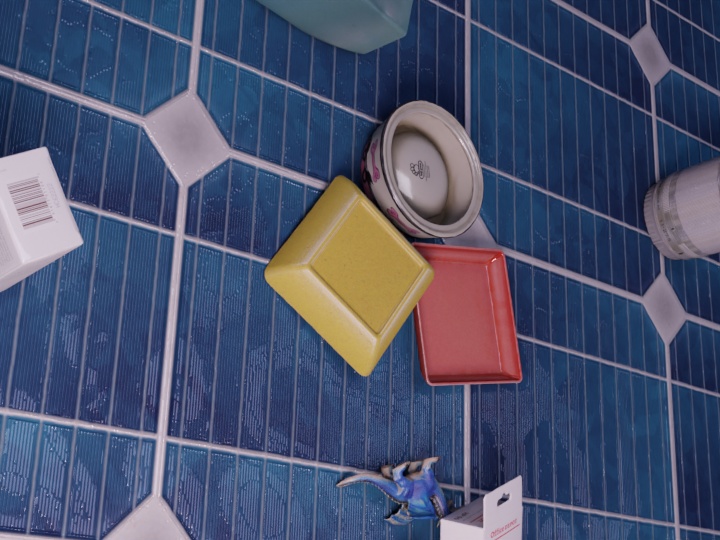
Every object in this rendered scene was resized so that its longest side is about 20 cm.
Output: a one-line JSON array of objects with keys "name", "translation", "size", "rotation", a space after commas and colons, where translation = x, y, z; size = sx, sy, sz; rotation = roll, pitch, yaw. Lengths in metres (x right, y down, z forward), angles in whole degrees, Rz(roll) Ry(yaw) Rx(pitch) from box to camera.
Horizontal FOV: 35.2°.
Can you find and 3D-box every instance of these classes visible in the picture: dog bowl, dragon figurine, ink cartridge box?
[{"name": "dog bowl", "translation": [0.083, -0.136, 1.625], "size": [0.198, 0.073, 0.204], "rotation": [13, 69, -38]}, {"name": "dragon figurine", "translation": [0.065, 0.301, 1.483], "size": [0.198, 0.058, 0.101], "rotation": [1, 76, -42]}, {"name": "ink cartridge box", "translation": [0.158, 0.373, 1.483], "size": [0.115, 0.067, 0.204], "rotation": [-9, 102, -56]}]

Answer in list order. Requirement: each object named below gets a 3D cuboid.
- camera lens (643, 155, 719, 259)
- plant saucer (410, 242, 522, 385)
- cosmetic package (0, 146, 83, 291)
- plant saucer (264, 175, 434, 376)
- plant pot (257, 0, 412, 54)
[{"name": "camera lens", "translation": [0.624, -0.113, 2.005], "size": [0.158, 0.199, 0.163], "rotation": [13, 68, -37]}, {"name": "plant saucer", "translation": [0.144, 0.067, 1.641], "size": [0.198, 0.036, 0.203], "rotation": [3, 75, -41]}, {"name": "cosmetic package", "translation": [-0.361, -0.038, 1.119], "size": [0.071, 0.199, 0.103], "rotation": [-23, 92, -43]}, {"name": "plant saucer", "translation": [0.000, 0.000, 1.501], "size": [0.200, 0.048, 0.201], "rotation": [45, 59, -14]}, {"name": "plant pot", "translation": [-0.024, -0.403, 1.576], "size": [0.199, 0.140, 0.144], "rotation": [32, 58, -38]}]
